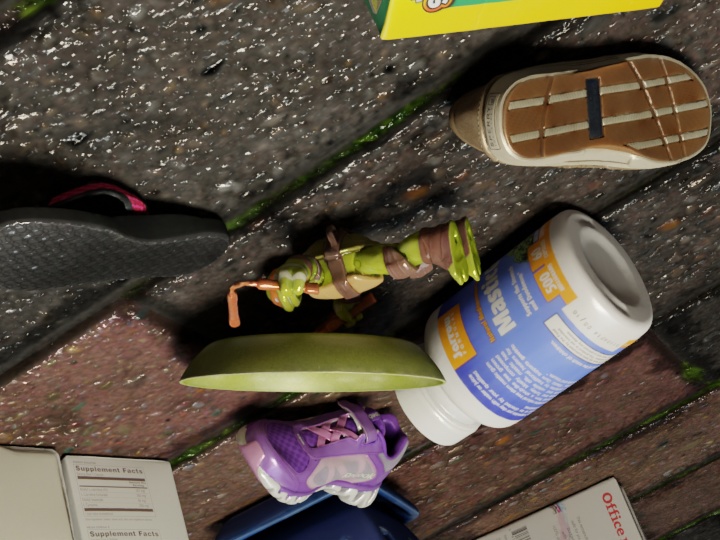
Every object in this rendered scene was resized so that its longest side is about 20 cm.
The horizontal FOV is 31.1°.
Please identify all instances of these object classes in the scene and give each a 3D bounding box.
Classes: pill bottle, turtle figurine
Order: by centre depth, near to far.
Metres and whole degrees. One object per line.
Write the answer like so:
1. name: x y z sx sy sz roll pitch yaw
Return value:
1. turtle figurine: 0.000 0.000 0.899 0.159 0.065 0.200 -13 166 16
2. pill bottle: 0.120 0.053 1.017 0.199 0.113 0.111 -39 146 28

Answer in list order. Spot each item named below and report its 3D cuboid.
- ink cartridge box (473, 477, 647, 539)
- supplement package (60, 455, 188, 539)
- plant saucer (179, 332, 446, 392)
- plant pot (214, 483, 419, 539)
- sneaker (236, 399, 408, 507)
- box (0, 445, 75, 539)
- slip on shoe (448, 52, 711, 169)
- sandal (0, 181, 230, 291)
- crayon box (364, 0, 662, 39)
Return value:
1. ink cartridge box: 0.268 0.379 1.613 0.198 0.148 0.146 -26 150 9
2. supplement package: -0.206 0.269 1.069 0.109 0.202 0.114 12 138 -43
3. plant saucer: -0.035 0.069 0.957 0.197 0.032 0.200 0 172 0
4. plant pot: -0.024 0.314 1.283 0.198 0.182 0.200 -28 151 12
5. sneaker: -0.026 0.150 1.127 0.088 0.081 0.199 -41 150 20
6. box: -0.331 0.234 1.024 0.127 0.110 0.200 10 138 -42
7. slip on shoe: 0.146 -0.100 0.842 0.198 0.077 0.060 -11 -170 -34
8. sandal: -0.159 -0.024 0.790 0.075 0.046 0.199 -32 164 28
9. crayon box: 0.097 -0.209 0.626 0.170 0.059 0.201 -9 148 -18
